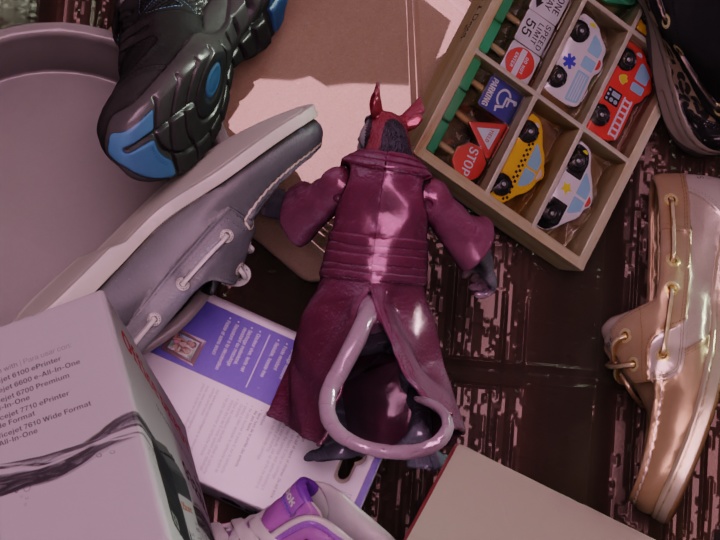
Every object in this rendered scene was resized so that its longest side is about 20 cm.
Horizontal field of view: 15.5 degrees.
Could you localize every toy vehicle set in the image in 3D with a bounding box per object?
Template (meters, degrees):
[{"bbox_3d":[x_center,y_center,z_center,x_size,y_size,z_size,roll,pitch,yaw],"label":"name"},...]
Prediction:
[{"bbox_3d":[0.114,-0.117,1.470,0.124,0.026,0.201,32,77,-22],"label":"toy vehicle set"}]

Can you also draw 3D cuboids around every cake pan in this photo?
[{"bbox_3d":[-0.164,-0.035,1.420,0.199,0.037,0.201,2,72,-5],"label":"cake pan"}]

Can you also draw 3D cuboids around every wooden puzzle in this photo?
[{"bbox_3d":[-0.028,-0.122,1.487,0.185,0.037,0.200,41,83,5],"label":"wooden puzzle"}]

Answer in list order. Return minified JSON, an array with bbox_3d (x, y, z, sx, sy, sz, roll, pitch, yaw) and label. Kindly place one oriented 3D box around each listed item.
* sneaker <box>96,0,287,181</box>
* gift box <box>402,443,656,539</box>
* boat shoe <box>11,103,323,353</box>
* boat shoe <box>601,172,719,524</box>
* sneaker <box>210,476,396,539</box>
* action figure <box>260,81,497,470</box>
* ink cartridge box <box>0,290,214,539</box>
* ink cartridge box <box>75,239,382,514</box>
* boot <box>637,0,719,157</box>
[{"bbox_3d":[-0.103,-0.116,1.399,0.082,0.073,0.200,17,38,10],"label":"sneaker"},{"bbox_3d":[0.107,0.212,1.350,0.186,0.200,0.185,25,81,18],"label":"gift box"},{"bbox_3d":[-0.090,-0.010,1.373,0.200,0.073,0.062,-41,103,-17],"label":"boat shoe"},{"bbox_3d":[0.166,0.039,1.446,0.069,0.074,0.201,14,68,2],"label":"boat shoe"},{"bbox_3d":[-0.073,0.146,1.382,0.199,0.073,0.115,14,116,-9],"label":"sneaker"},{"bbox_3d":[0.000,0.000,1.370,0.133,0.149,0.201,3,86,8],"label":"action figure"},{"bbox_3d":[-0.118,0.135,1.270,0.083,0.145,0.201,-21,55,3],"label":"ink cartridge box"},{"bbox_3d":[-0.080,0.069,1.437,0.199,0.039,0.100,25,76,4],"label":"ink cartridge box"},{"bbox_3d":[0.206,-0.161,1.412,0.073,0.154,0.205,-20,100,-25],"label":"boot"}]
